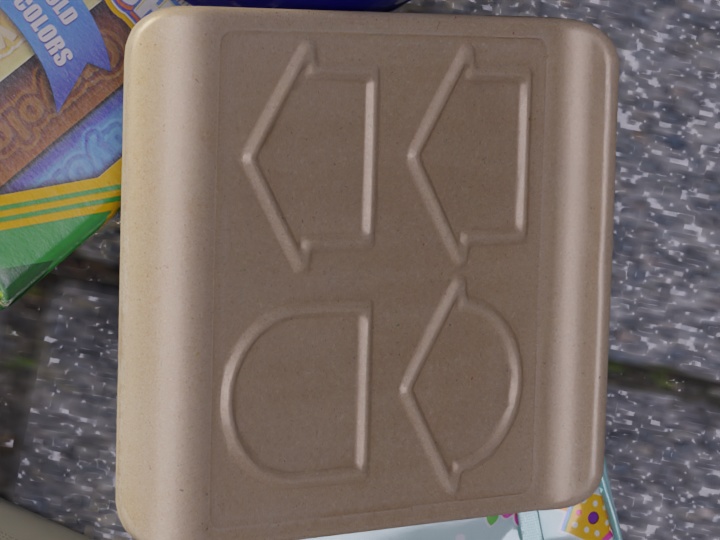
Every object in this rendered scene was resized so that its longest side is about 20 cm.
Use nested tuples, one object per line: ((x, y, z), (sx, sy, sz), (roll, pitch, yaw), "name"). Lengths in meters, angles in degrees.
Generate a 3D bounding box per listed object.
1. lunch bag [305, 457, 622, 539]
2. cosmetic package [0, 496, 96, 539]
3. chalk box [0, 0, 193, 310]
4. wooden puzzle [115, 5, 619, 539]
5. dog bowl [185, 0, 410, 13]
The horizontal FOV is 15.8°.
((0.020, 0.065, 1.028), (0.160, 0.077, 0.201), (-12, 97, -5), "lunch bag")
((-0.198, 0.158, 0.951), (0.164, 0.200, 0.165), (25, 93, -8), "cosmetic package")
((-0.119, -0.082, 0.957), (0.200, 0.124, 0.124), (-42, 100, -28), "chalk box")
((0.000, 0.000, 0.938), (0.199, 0.046, 0.186), (-2, 96, -33), "wooden puzzle")
((-0.026, -0.187, 0.937), (0.079, 0.200, 0.200), (-29, 102, 41), "dog bowl")
